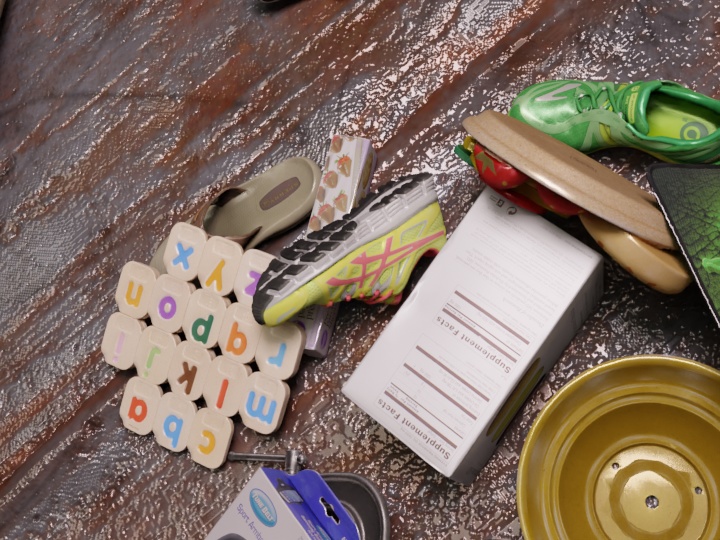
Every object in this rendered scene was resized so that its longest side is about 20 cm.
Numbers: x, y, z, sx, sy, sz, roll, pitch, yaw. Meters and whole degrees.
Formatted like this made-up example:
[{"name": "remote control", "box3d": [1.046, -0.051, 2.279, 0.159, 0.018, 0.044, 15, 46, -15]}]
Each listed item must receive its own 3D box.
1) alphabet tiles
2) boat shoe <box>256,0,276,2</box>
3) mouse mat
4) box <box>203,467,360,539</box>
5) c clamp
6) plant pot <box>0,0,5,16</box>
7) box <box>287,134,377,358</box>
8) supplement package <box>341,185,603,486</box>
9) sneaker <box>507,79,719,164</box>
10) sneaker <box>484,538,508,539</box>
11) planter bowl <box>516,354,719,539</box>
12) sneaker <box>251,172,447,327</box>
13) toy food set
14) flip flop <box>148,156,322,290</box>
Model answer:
[{"name": "alphabet tiles", "box3d": [-0.145, 0.066, 0.802, 0.197, 0.015, 0.199, 19, 95, 21]}, {"name": "boat shoe", "box3d": [-0.022, -0.319, 0.886, 0.198, 0.071, 0.064, -30, 67, 3]}, {"name": "mouse mat", "box3d": [0.302, -0.010, 0.662, 0.008, 0.198, 0.163, -42, 61, 47]}, {"name": "box", "box3d": [-0.084, 0.256, 0.709, 0.119, 0.041, 0.201, 44, 103, 36]}, {"name": "c clamp", "box3d": [-0.044, 0.244, 0.727, 0.169, 0.027, 0.204, -13, 67, 32]}, {"name": "plant pot", "box3d": [-0.466, -0.262, 0.941, 0.197, 0.201, 0.186, 4, 62, 16]}, {"name": "box", "box3d": [-0.028, -0.024, 0.814, 0.038, 0.041, 0.203, 10, 76, 18]}, {"name": "supplement package", "box3d": [0.095, 0.056, 0.717, 0.109, 0.114, 0.201, 34, 86, 22]}, {"name": "sneaker", "box3d": [0.224, -0.136, 0.756, 0.197, 0.084, 0.075, 9, 76, 18]}, {"name": "sneaker", "box3d": [0.063, 0.282, 0.682, 0.200, 0.079, 0.079, -49, 57, 24]}, {"name": "planter bowl", "box3d": [0.219, 0.170, 0.664, 0.197, 0.083, 0.204, -4, 73, 14]}, {"name": "sneaker", "box3d": [0.000, 0.000, 0.756, 0.198, 0.078, 0.091, -33, 110, -17]}, {"name": "toy food set", "box3d": [0.162, -0.062, 0.688, 0.198, 0.198, 0.049, 26, 108, -8]}, {"name": "flip flop", "box3d": [-0.122, -0.042, 0.835, 0.199, 0.058, 0.082, -34, 68, 4]}]
